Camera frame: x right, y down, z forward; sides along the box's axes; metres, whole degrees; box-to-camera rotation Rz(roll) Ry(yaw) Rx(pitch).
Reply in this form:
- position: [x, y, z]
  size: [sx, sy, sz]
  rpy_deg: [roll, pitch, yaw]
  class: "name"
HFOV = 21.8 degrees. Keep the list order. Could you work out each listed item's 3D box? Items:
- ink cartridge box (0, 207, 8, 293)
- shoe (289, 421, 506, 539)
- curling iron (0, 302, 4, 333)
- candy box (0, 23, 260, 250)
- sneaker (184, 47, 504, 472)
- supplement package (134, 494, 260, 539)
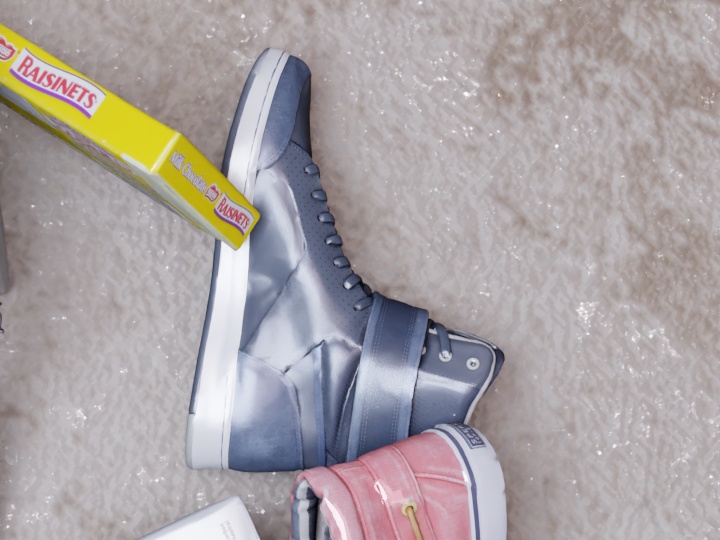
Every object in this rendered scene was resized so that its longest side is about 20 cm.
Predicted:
- position: [-0.237, -0.039, 0.817]
  size: [0.145, 0.200, 0.085]
  rpy_deg: [-9, 79, -7]
  class: "ink cartridge box"
- position: [0.017, 0.172, 0.844]
  size: [0.090, 0.071, 0.202]
  rpy_deg: [-12, 108, -26]
  class: "shoe"
- position: [-0.176, 0.077, 0.835]
  size: [0.025, 0.050, 0.201]
  rpy_deg: [-2, 123, -17]
  class: "curling iron"
- position: [-0.141, -0.079, 0.849]
  size: [0.199, 0.102, 0.026]
  rpy_deg: [32, 82, 24]
  class: "candy box"
- position: [0.000, 0.001, 0.894]
  size: [0.145, 0.077, 0.204]
  rpy_deg: [6, 86, 3]
  class: "sneaker"
- position: [-0.123, 0.196, 0.834]
  size: [0.199, 0.117, 0.118]
  rpy_deg: [-24, 84, -9]
  class: "supplement package"
